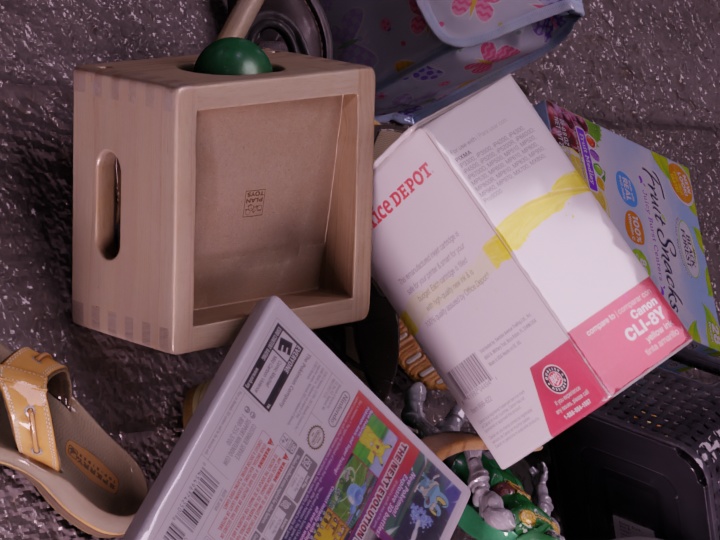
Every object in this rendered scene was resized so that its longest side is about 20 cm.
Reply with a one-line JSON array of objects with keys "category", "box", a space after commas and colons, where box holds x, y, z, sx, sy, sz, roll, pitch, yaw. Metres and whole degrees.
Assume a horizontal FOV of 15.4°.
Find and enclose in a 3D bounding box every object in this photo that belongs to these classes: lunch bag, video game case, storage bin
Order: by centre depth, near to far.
[{"category": "video game case", "box": [-0.034, 0.145, 1.526, 0.182, 0.023, 0.200, 45, 49, -20]}, {"category": "storage bin", "box": [0.215, 0.158, 1.836, 0.094, 0.135, 0.201, -39, 133, -35]}, {"category": "lunch bag", "box": [0.052, -0.217, 1.881, 0.127, 0.199, 0.170, -1, 70, -54]}]

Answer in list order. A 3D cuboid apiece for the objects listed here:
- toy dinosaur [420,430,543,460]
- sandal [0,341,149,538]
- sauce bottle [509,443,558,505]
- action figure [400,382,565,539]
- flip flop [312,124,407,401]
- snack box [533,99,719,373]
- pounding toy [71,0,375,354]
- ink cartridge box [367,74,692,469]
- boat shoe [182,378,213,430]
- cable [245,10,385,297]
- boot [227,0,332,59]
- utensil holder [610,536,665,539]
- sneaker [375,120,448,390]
[{"category": "toy dinosaur", "box": [0.025, 0.125, 1.652, 0.107, 0.060, 0.200, 60, 41, -14]}, {"category": "sandal", "box": [-0.183, 0.082, 1.505, 0.200, 0.054, 0.081, 40, 41, -32]}, {"category": "sauce bottle", "box": [0.160, 0.138, 1.925, 0.200, 0.066, 0.066, -12, 79, -55]}, {"category": "action figure", "box": [0.086, 0.143, 1.740, 0.118, 0.055, 0.200, 23, 14, -35]}, {"category": "flip flop", "box": [0.000, 0.000, 1.780, 0.081, 0.058, 0.201, 9, 83, -14]}, {"category": "snack box", "box": [0.191, -0.022, 2.064, 0.200, 0.067, 0.170, 21, 53, -48]}, {"category": "pounding toy", "box": [-0.085, -0.072, 1.618, 0.184, 0.142, 0.201, -9, 106, -42]}, {"category": "ink cartridge box", "box": [0.089, 0.001, 1.637, 0.083, 0.145, 0.200, -32, 86, -31]}, {"category": "boat shoe", "box": [-0.025, 0.115, 1.689, 0.200, 0.063, 0.074, 33, 45, -38]}, {"category": "cable", "box": [-0.027, -0.071, 1.733, 0.200, 0.097, 0.050, 51, -2, 0]}, {"category": "boot", "box": [-0.088, -0.121, 1.747, 0.174, 0.069, 0.201, -2, 73, -54]}, {"category": "utensil holder", "box": [0.138, 0.273, 1.722, 0.200, 0.170, 0.171, -9, 77, -53]}, {"category": "sneaker", "box": [0.029, -0.012, 1.851, 0.201, 0.075, 0.088, 68, 17, 1]}]
